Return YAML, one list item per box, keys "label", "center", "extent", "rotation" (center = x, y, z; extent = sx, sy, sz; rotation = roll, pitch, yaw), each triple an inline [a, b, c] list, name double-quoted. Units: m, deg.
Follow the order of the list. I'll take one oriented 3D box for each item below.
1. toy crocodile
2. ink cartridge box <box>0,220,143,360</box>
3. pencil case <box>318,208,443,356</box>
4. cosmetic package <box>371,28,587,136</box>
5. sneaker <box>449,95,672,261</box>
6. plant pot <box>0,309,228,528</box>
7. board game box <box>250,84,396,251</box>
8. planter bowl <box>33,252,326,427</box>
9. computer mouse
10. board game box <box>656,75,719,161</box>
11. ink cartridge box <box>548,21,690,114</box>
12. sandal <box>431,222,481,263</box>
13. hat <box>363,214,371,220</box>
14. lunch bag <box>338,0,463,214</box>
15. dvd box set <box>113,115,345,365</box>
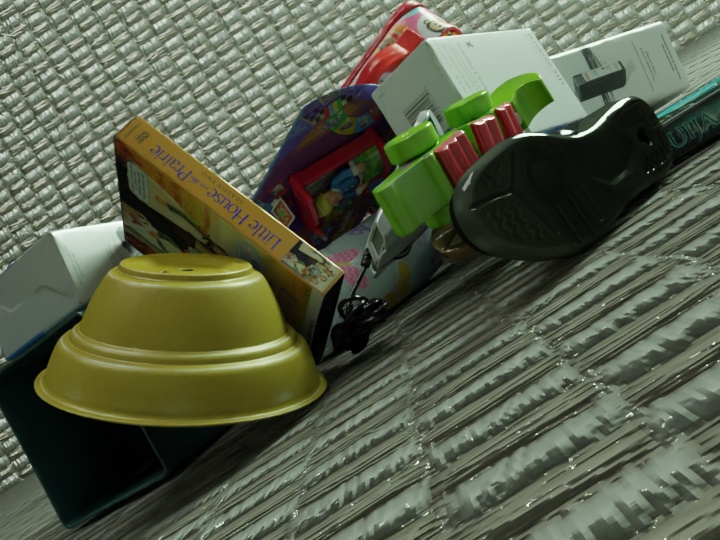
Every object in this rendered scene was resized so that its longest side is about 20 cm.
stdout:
- label: "toy crocodile"
  center: [0.076, -0.085, 0.694]
  extent: [0.061, 0.068, 0.199]
  rotation: [-19, 13, 45]
- label: "ink cartridge box"
  center: [-0.222, 0.008, 0.871]
  extent: [0.114, 0.069, 0.199]
  rotation: [-31, -8, 31]
- label: "pencil case"
  center: [0.000, 0.000, 0.903]
  extent: [0.199, 0.090, 0.084]
  rotation: [-37, -32, -45]
- label: "cosmetic package"
  center: [0.114, -0.150, 0.882]
  extent: [0.081, 0.114, 0.199]
  rotation: [-39, -8, 39]
- label: "sneaker"
  center: [0.104, -0.041, 0.599]
  extent: [0.198, 0.077, 0.114]
  rotation: [-31, -1, -45]
- label: "plant pot"
  center: [-0.182, 0.098, 0.851]
  extent: [0.140, 0.143, 0.199]
  rotation: [-31, -2, 32]
- label: "board game box"
  center: [-0.019, -0.075, 0.891]
  extent: [0.157, 0.039, 0.201]
  rotation: [1, -49, -48]
- label: "planter bowl"
  center: [-0.119, 0.035, 0.660]
  extent: [0.197, 0.085, 0.201]
  rotation: [3, 10, -1]
- label: "computer mouse"
  center: [0.031, -0.031, 0.726]
  extent: [0.110, 0.043, 0.202]
  rotation: [105, -173, -69]
- label: "board game box"
  center: [0.284, -0.137, 0.682]
  extent: [0.199, 0.028, 0.135]
  rotation: [-32, 2, 20]
- label: "ink cartridge box"
  center: [0.237, -0.185, 1.075]
  extent: [0.198, 0.085, 0.144]
  rotation: [-20, -7, -22]
- label: "sandal"
  center: [0.109, -0.044, 0.761]
  extent: [0.080, 0.055, 0.200]
  rotation: [-28, 9, 20]
- label: "hat"
  center: [0.061, -0.032, 1.108]
  extent: [0.198, 0.165, 0.178]
  rotation: [5, 67, 44]
- label: "lunch bag"
  center: [0.033, -0.160, 0.974]
  extent: [0.201, 0.082, 0.176]
  rotation: [-53, -24, 1]
- label: "dvd box set"
  center: [-0.105, -0.012, 0.746]
  extent: [0.029, 0.199, 0.147]
  rotation: [-47, -13, -29]
